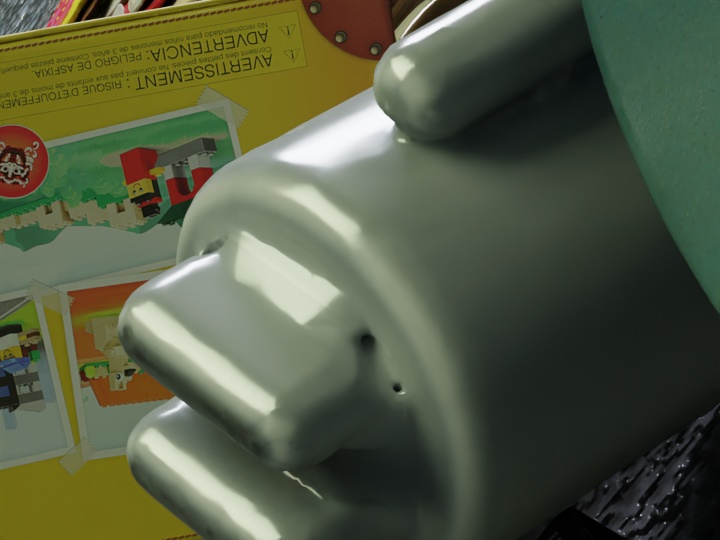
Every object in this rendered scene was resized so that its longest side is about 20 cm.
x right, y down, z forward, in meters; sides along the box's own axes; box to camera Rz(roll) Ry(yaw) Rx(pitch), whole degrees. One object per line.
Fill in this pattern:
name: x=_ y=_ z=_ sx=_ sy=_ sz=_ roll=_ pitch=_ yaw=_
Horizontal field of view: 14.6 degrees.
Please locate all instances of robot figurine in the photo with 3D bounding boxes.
robot figurine: x=0.035 y=0.001 z=0.697 sx=0.200 sy=0.113 sz=0.170 roll=-29 pitch=-39 yaw=-32

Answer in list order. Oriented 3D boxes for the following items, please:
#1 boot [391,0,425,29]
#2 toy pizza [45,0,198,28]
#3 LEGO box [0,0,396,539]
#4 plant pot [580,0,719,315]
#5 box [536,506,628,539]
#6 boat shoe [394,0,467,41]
boot: x=-0.028 y=-0.135 z=1.033 sx=0.077 sy=0.155 sz=0.200 roll=-51 pitch=22 yaw=15
toy pizza: x=-0.114 y=-0.139 z=1.395 sx=0.200 sy=0.032 sz=0.200 roll=-45 pitch=24 yaw=27
LEGO box: x=-0.077 y=0.007 z=0.791 sx=0.077 sy=0.200 sz=0.149 roll=-139 pitch=40 yaw=-87
plant pot: x=0.135 y=-0.065 z=0.612 sx=0.141 sy=0.141 sz=0.200 roll=-40 pitch=29 yaw=36
box: x=0.027 y=0.175 z=0.631 sx=0.200 sy=0.047 sz=0.193 roll=-53 pitch=24 yaw=8
boat shoe: x=0.000 y=0.000 z=0.896 sx=0.063 sy=0.073 sz=0.200 roll=-15 pitch=47 yaw=56
